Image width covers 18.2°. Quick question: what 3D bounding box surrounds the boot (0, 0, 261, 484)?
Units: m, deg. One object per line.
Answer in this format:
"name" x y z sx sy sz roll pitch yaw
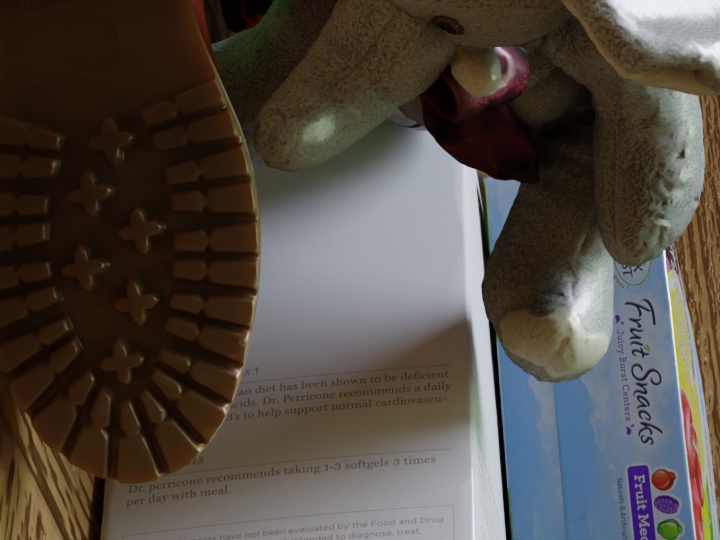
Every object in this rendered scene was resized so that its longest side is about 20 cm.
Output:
"boot" -0.065 -0.043 0.614 0.107 0.075 0.201 49 33 -86

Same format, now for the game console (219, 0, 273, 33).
"game console" -0.044 -0.194 0.886 0.177 0.031 0.201 -175 -103 -81

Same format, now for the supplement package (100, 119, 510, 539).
"supplement package" -0.012 0.056 0.741 0.118 0.116 0.201 75 12 -46

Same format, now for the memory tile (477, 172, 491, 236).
"memory tile" 0.049 0.002 1.035 0.017 0.153 0.201 14 63 -41

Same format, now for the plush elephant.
"plush elephant" 0.028 -0.075 0.615 0.165 0.200 0.155 42 17 15

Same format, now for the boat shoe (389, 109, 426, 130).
"boat shoe" -0.030 -0.128 0.746 0.201 0.066 0.072 62 -33 13

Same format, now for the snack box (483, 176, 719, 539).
"snack box" 0.094 0.073 0.819 0.200 0.067 0.170 60 25 -69
